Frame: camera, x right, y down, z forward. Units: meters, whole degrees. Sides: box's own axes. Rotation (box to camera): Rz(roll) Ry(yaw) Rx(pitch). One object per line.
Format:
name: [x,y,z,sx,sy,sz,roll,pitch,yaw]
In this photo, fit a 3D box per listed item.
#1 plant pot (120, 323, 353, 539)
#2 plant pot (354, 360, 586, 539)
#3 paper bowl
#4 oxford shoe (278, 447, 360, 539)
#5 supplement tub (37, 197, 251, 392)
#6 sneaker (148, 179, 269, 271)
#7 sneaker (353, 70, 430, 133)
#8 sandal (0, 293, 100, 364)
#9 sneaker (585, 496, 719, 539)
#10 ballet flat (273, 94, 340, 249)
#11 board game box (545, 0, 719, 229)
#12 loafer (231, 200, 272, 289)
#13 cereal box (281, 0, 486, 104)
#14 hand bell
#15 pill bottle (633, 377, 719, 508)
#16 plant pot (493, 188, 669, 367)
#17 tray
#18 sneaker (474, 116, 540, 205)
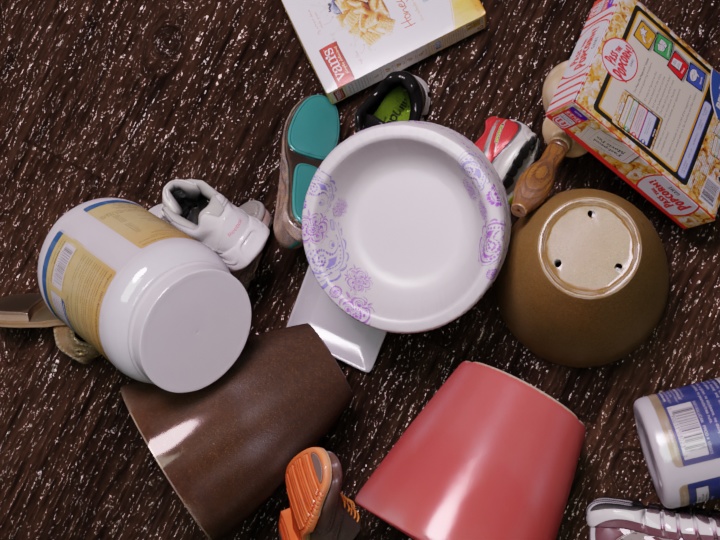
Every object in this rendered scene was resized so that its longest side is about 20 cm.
plant pot: [-0.114,0.146,1.072,0.199,0.187,0.188,-32,77,-9]
plant pot: [0.119,0.199,1.015,0.199,0.201,0.178,27,78,13]
paper bowl: [0.050,-0.046,1.021,0.199,0.104,0.203,3,100,16]
oxford shoe: [-0.036,0.235,1.036,0.072,0.201,0.072,-7,53,-18]
supplement tub: [-0.213,0.023,1.015,0.199,0.144,0.145,28,86,43]
sneaker: [-0.184,-0.063,1.111,0.199,0.099,0.078,7,55,47]
sneaker: [0.015,-0.133,1.126,0.073,0.087,0.201,26,87,12]
sandal: [-0.320,0.071,1.175,0.210,0.078,0.070,3,113,17]
sneaker: [0.321,0.296,1.023,0.198,0.076,0.117,4,87,21]
ballet flat: [-0.066,-0.108,1.138,0.068,0.067,0.201,22,51,-16]
board game box: [0.294,-0.161,1.035,0.199,0.046,0.152,35,66,-18]
loafer: [-0.157,0.016,1.151,0.072,0.063,0.201,19,71,52]
cereal box: [0.024,-0.296,1.168,0.199,0.040,0.145,-27,75,1]
hand bell: [0.195,-0.116,1.035,0.104,0.105,0.200,27,51,12]
pill bottle: [0.378,0.155,1.008,0.198,0.111,0.112,-15,79,7]
plant pot: [0.218,-0.006,1.016,0.185,0.200,0.188,-2,80,10]
tray: [0.000,0.000,1.113,0.107,0.022,0.201,25,107,11]
sneaker: [0.113,-0.078,1.121,0.085,0.077,0.200,36,88,33]
